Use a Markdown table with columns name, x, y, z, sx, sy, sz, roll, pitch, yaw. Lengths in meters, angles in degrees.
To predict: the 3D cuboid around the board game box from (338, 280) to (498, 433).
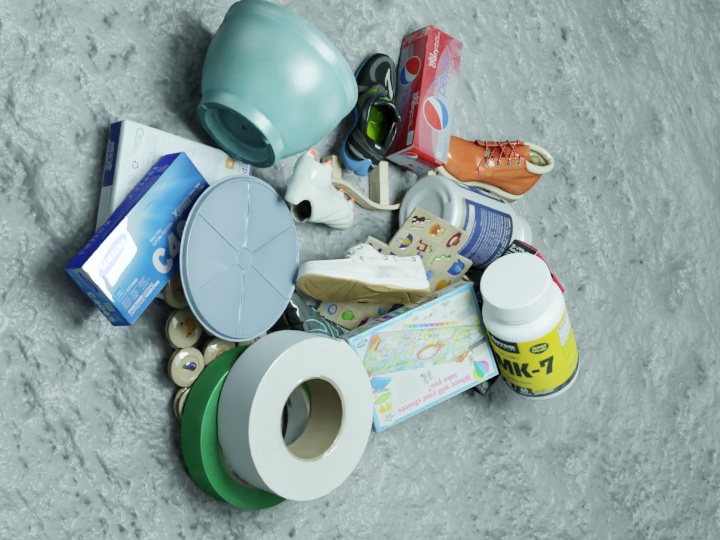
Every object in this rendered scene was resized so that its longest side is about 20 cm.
| name | x | y | z | sx | sy | sz | roll | pitch | yaw |
| --- | --- | --- | --- | --- | --- | --- | --- | --- | --- |
| board game box | 0.080 | 0.114 | 1.722 | 0.198 | 0.034 | 0.136 | -23 | 103 | -22 |

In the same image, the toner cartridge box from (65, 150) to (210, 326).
| name | x | y | z | sx | sy | sz | roll | pitch | yaw |
| --- | --- | --- | --- | --- | --- | --- | --- | --- | --- |
| toner cartridge box | -0.250 | -0.039 | 1.516 | 0.095 | 0.043 | 0.201 | 52 | 56 | -27 |

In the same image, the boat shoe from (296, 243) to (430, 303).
| name | x | y | z | sx | sy | sz | roll | pitch | yaw |
| --- | --- | --- | --- | --- | --- | --- | --- | --- | --- |
| boat shoe | 0.000 | 0.000 | 1.673 | 0.198 | 0.071 | 0.070 | 6 | 65 | -35 |

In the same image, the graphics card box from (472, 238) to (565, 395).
| name | x | y | z | sx | sy | sz | roll | pitch | yaw |
| --- | --- | --- | --- | --- | --- | --- | --- | --- | --- |
| graphics card box | 0.200 | 0.068 | 1.843 | 0.201 | 0.051 | 0.126 | -52 | 141 | -7 |

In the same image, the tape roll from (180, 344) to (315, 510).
| name | x | y | z | sx | sy | sz | roll | pitch | yaw |
| --- | --- | --- | --- | --- | --- | --- | --- | --- | --- |
| tape roll | -0.132 | 0.197 | 1.619 | 0.198 | 0.048 | 0.204 | -7 | 101 | -41 |

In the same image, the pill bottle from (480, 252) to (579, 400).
| name | x | y | z | sx | sy | sz | roll | pitch | yaw |
| --- | --- | --- | --- | --- | --- | --- | --- | --- | --- |
| pill bottle | 0.229 | 0.077 | 1.749 | 0.115 | 0.113 | 0.201 | -55 | 143 | -27 |

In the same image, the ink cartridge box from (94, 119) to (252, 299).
| name | x | y | z | sx | sy | sz | roll | pitch | yaw |
| --- | --- | --- | --- | --- | --- | --- | --- | --- | --- |
| ink cartridge box | -0.232 | -0.065 | 1.591 | 0.198 | 0.040 | 0.203 | 15 | 77 | -40 |

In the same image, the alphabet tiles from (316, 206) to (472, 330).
| name | x | y | z | sx | sy | sz | roll | pitch | yaw |
| --- | --- | --- | --- | --- | --- | --- | --- | --- | --- |
| alphabet tiles | 0.055 | 0.010 | 1.747 | 0.166 | 0.008 | 0.201 | 24 | 112 | -33 |

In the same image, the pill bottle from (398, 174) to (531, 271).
| name | x | y | z | sx | sy | sz | roll | pitch | yaw |
| --- | --- | --- | --- | --- | --- | --- | --- | --- | --- |
| pill bottle | 0.156 | -0.061 | 1.839 | 0.198 | 0.110 | 0.113 | 15 | 77 | -45 |

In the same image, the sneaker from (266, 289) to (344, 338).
| name | x | y | z | sx | sy | sz | roll | pitch | yaw |
| --- | --- | --- | --- | --- | --- | --- | --- | --- | --- |
| sneaker | -0.068 | 0.089 | 1.697 | 0.079 | 0.075 | 0.202 | -50 | 121 | -45 |

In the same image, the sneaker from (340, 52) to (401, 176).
| name | x | y | z | sx | sy | sz | roll | pitch | yaw |
| --- | --- | --- | --- | --- | --- | --- | --- | --- | --- |
| sneaker | 0.027 | -0.219 | 1.767 | 0.070 | 0.082 | 0.202 | 33 | 49 | -28 |

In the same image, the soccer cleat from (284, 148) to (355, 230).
| name | x | y | z | sx | sy | sz | roll | pitch | yaw |
| --- | --- | --- | --- | --- | --- | --- | --- | --- | --- |
| soccer cleat | -0.058 | -0.089 | 1.671 | 0.078 | 0.069 | 0.200 | -57 | 161 | -10 |

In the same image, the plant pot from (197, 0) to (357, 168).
| name | x | y | z | sx | sy | sz | roll | pitch | yaw |
| --- | --- | --- | --- | --- | --- | --- | --- | --- | --- |
| plant pot | -0.120 | -0.215 | 1.596 | 0.200 | 0.199 | 0.135 | 45 | 64 | -25 |

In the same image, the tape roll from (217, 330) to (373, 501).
| name | x | y | z | sx | sy | sz | roll | pitch | yaw |
| --- | --- | --- | --- | --- | --- | --- | --- | --- | --- |
| tape roll | -0.078 | 0.177 | 1.587 | 0.200 | 0.070 | 0.206 | -6 | 99 | -40 |

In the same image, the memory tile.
| name | x | y | z | sx | sy | sz | roll | pitch | yaw |
| --- | --- | --- | --- | --- | --- | --- | --- | --- | --- |
| memory tile | -0.177 | 0.082 | 1.605 | 0.152 | 0.017 | 0.203 | -16 | 110 | -39 |

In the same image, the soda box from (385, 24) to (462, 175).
| name | x | y | z | sx | sy | sz | roll | pitch | yaw |
| --- | --- | --- | --- | --- | --- | --- | --- | --- | --- |
| soda box | 0.092 | -0.243 | 1.826 | 0.069 | 0.063 | 0.203 | 24 | 64 | -32 |

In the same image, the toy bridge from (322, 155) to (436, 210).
| name | x | y | z | sx | sy | sz | roll | pitch | yaw |
| --- | --- | --- | --- | --- | --- | --- | --- | --- | --- |
| toy bridge | 0.026 | -0.119 | 1.804 | 0.198 | 0.027 | 0.068 | 2 | 85 | -38 |

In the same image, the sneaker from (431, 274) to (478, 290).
| name | x | y | z | sx | sy | sz | roll | pitch | yaw |
| --- | --- | --- | --- | --- | --- | --- | --- | --- | --- |
| sneaker | 0.142 | 0.043 | 1.847 | 0.198 | 0.075 | 0.072 | 24 | 72 | -33 |

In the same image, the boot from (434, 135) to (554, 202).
| name | x | y | z | sx | sy | sz | roll | pitch | yaw |
| --- | --- | --- | --- | --- | --- | --- | --- | --- | --- |
| boot | 0.191 | -0.166 | 1.879 | 0.198 | 0.107 | 0.076 | 13 | 61 | -36 |

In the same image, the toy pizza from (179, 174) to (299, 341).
| name | x | y | z | sx | sy | sz | roll | pitch | yaw |
| --- | --- | --- | --- | --- | --- | --- | --- | --- | --- |
| toy pizza | -0.151 | -0.015 | 1.568 | 0.199 | 0.031 | 0.204 | -3 | 94 | -49 |
